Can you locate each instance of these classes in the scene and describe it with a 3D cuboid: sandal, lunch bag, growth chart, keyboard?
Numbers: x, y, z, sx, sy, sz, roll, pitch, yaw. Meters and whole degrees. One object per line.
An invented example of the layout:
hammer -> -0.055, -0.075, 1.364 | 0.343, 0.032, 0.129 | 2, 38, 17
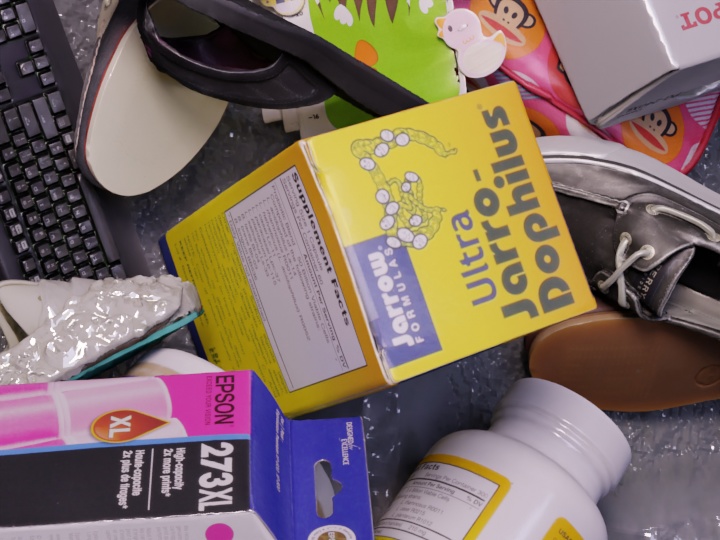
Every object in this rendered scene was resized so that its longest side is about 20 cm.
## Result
sandal -> -0.046, -0.094, 0.804 | 0.200, 0.075, 0.048 | 25, 94, -37
lunch bag -> 0.116, -0.147, 0.967 | 0.200, 0.082, 0.176 | 35, 63, -13
growth chart -> -0.012, -0.147, 0.893 | 0.200, 0.145, 0.018 | 69, 20, 1
keyboard -> -0.172, -0.036, 0.816 | 0.127, 0.021, 0.200 | -26, 105, -27

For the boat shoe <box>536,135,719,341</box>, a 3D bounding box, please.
boat shoe -> 0.154, -0.011, 0.899 | 0.200, 0.071, 0.064 | 19, 38, 8

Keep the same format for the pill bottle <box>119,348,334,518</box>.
pill bottle -> -0.115, 0.143, 0.776 | 0.120, 0.120, 0.200 | 46, 65, -9

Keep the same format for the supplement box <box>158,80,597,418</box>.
supplement box -> 0.000, 0.000, 0.813 | 0.109, 0.200, 0.109 | -19, 88, -26

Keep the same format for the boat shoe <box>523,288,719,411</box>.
boat shoe -> 0.182, 0.034, 0.966 | 0.200, 0.070, 0.070 | 4, 41, -15

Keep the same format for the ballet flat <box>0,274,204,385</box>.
ballet flat -> -0.167, 0.043, 0.781 | 0.200, 0.072, 0.072 | -32, 93, -12

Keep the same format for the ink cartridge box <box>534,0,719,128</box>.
ink cartridge box -> 0.153, -0.192, 0.903 | 0.145, 0.083, 0.200 | -20, 84, -30

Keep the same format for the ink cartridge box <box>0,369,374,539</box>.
ink cartridge box -> -0.096, 0.083, 0.704 | 0.200, 0.095, 0.037 | -2, 122, -3

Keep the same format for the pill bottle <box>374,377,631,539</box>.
pill bottle -> 0.053, 0.151, 0.858 | 0.104, 0.104, 0.200 | 43, 66, -11

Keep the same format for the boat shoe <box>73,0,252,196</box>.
boat shoe -> -0.095, -0.128, 0.849 | 0.071, 0.063, 0.200 | 36, 68, -47
